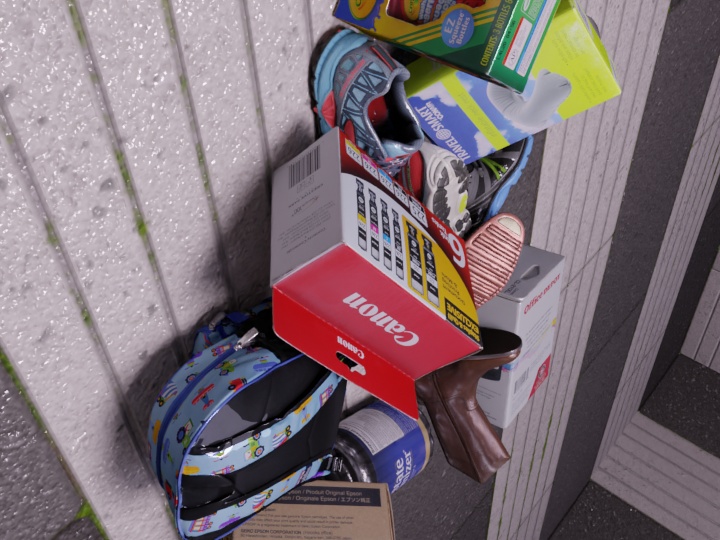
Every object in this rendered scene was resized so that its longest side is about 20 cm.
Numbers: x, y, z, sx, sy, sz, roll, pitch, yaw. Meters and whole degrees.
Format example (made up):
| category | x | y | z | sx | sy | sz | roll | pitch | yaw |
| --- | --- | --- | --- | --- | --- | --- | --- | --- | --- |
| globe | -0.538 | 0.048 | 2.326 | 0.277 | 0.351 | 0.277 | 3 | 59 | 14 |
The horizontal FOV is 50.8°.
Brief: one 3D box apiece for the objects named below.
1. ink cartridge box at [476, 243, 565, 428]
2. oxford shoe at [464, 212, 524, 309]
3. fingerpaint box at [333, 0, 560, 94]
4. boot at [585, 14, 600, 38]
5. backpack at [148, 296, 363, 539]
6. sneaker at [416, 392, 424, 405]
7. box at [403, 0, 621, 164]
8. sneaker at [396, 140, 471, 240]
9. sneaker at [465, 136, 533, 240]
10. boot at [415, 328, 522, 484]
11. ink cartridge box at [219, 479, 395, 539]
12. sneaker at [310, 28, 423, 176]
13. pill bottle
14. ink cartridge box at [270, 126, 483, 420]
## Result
| category | x | y | z | sx | sy | sz | roll | pitch | yaw |
| --- | --- | --- | --- | --- | --- | --- | --- | --- | --- |
| ink cartridge box | 0.202 | 0.083 | 1.024 | 0.145 | 0.082 | 0.202 | -34 | 133 | -45 |
| oxford shoe | 0.114 | 0.015 | 0.875 | 0.201 | 0.070 | 0.074 | -55 | -168 | 13 |
| fingerpaint box | 0.089 | -0.270 | 0.609 | 0.073 | 0.166 | 0.202 | 2 | 114 | -55 |
| boot | 0.148 | -0.223 | 0.842 | 0.198 | 0.139 | 0.078 | -19 | 111 | 0 |
| backpack | -0.109 | 0.134 | 0.683 | 0.199 | 0.134 | 0.185 | -27 | 136 | -45 |
| sneaker | 0.093 | 0.156 | 1.083 | 0.199 | 0.079 | 0.072 | 22 | 80 | -39 |
| box | 0.127 | -0.174 | 0.716 | 0.122 | 0.198 | 0.048 | 36 | 42 | -44 |
| sneaker | 0.069 | -0.067 | 0.817 | 0.077 | 0.085 | 0.201 | -40 | 152 | -24 |
| sneaker | 0.141 | -0.122 | 0.899 | 0.082 | 0.071 | 0.201 | 32 | 77 | -18 |
| boot | 0.159 | 0.180 | 0.971 | 0.064 | 0.185 | 0.202 | -38 | 108 | -44 |
| ink cartridge box | -0.068 | 0.296 | 0.813 | 0.162 | 0.076 | 0.201 | 6 | 140 | -14 |
| sneaker | 0.012 | -0.114 | 0.696 | 0.079 | 0.095 | 0.201 | -43 | 146 | -26 |
| pill bottle | -0.002 | 0.244 | 0.964 | 0.199 | 0.111 | 0.113 | -20 | 131 | -49 |
| ink cartridge box | 0.017 | 0.009 | 0.664 | 0.083 | 0.177 | 0.199 | -29 | 135 | 28 |
